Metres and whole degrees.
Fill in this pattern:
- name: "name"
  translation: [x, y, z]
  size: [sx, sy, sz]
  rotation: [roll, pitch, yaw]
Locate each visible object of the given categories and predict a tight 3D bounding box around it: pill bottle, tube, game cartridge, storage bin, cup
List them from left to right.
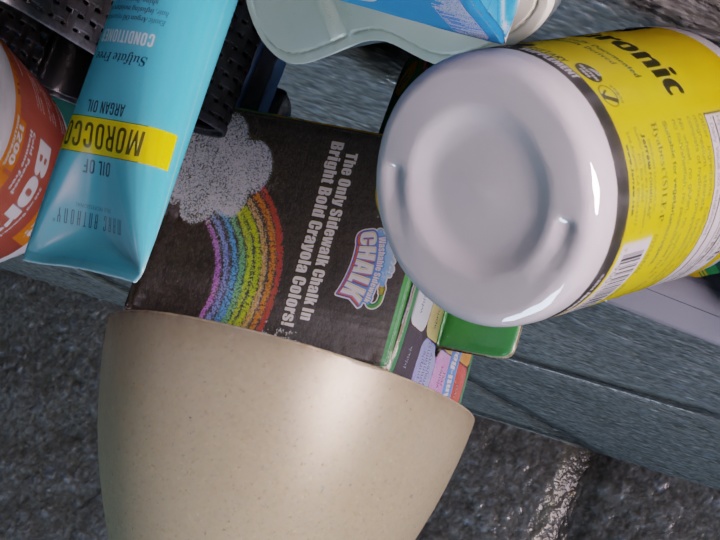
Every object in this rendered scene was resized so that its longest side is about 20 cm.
- name: "pill bottle"
  translation: [-0.206, -0.062, 1.211]
  size: [0.112, 0.113, 0.200]
  rotation: [19, 173, 8]
- name: "storage bin"
  translation: [-0.149, -0.151, 1.216]
  size: [0.135, 0.094, 0.200]
  rotation: [14, 172, 36]
- name: "tube"
  translation: [-0.086, -0.093, 1.038]
  size: [0.050, 0.201, 0.077]
  rotation: [25, 170, -39]
- name: "cup"
  translation: [-0.055, 0.119, 1.263]
  size: [0.199, 0.144, 0.200]
  rotation: [16, 169, 3]
- name: "pill bottle"
  translation: [0.106, -0.045, 1.028]
  size: [0.111, 0.112, 0.200]
  rotation: [15, -163, 34]
- name: "game cartridge"
  translation: [0.158, -0.009, 1.451]
  size: [0.132, 0.041, 0.200]
  rotation: [16, -168, -18]

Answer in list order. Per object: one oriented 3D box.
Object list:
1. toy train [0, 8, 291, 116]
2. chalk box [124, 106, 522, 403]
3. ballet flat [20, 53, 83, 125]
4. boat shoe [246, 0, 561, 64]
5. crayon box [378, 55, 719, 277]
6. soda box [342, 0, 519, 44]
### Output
- name: "toy train"
  translation: [-0.131, -0.130, 1.384]
  size: [0.199, 0.087, 0.114]
  rotation: [22, 164, 1]
- name: "chalk box"
  translation: [0.000, 0.000, 1.294]
  size: [0.199, 0.126, 0.124]
  rotation: [13, 169, 21]
- name: "ballet flat"
  translation: [-0.179, -0.083, 1.357]
  size: [0.199, 0.068, 0.072]
  rotation: [22, 176, 7]
- name: "boat shoe"
  translation: [0.027, -0.132, 1.084]
  size: [0.062, 0.073, 0.199]
  rotation: [-28, -164, -34]
- name: "crayon box"
  translation: [0.118, -0.061, 1.287]
  size: [0.199, 0.059, 0.119]
  rotation: [21, 172, -9]
- name: "soda box"
  translation: [-0.029, -0.153, 0.964]
  size: [0.199, 0.068, 0.064]
  rotation: [18, 173, 20]
